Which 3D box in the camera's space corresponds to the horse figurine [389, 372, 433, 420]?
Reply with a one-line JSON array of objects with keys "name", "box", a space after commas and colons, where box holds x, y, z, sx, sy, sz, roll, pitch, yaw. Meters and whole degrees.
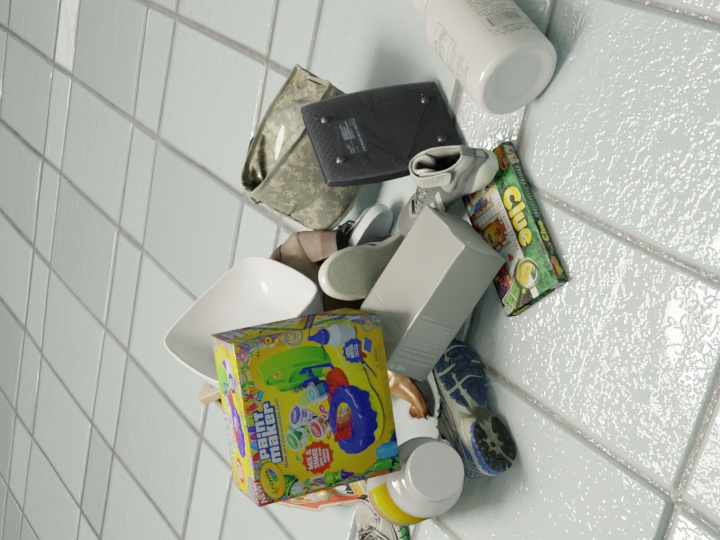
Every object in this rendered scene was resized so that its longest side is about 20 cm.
[{"name": "horse figurine", "box": [0.034, 0.127, 1.519, 0.132, 0.050, 0.201, -18, 77, 50]}]

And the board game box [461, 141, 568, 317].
[{"name": "board game box", "box": [0.190, -0.053, 1.324, 0.105, 0.023, 0.201, -40, 61, 45]}]

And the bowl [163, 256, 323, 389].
[{"name": "bowl", "box": [-0.153, 0.083, 1.442, 0.199, 0.200, 0.075, 25, 155, 48]}]

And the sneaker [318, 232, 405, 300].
[{"name": "sneaker", "box": [0.000, 0.000, 1.431, 0.084, 0.200, 0.075, -16, 91, 43]}]

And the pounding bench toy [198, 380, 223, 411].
[{"name": "pounding bench toy", "box": [-0.113, 0.153, 1.524, 0.199, 0.156, 0.124, -25, 30, 28]}]

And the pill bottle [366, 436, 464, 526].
[{"name": "pill bottle", "box": [0.076, 0.280, 1.376, 0.200, 0.104, 0.105, 121, 137, -69]}]

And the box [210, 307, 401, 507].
[{"name": "box", "box": [-0.070, 0.165, 1.300, 0.122, 0.192, 0.201, -173, 74, -69]}]

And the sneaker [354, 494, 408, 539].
[{"name": "sneaker", "box": [0.025, 0.430, 1.522, 0.078, 0.085, 0.201, -33, 66, 49]}]

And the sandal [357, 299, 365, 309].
[{"name": "sandal", "box": [-0.015, 0.056, 1.520, 0.202, 0.050, 0.083, -4, 57, 34]}]

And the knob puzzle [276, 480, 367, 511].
[{"name": "knob puzzle", "box": [-0.100, 0.313, 1.556, 0.220, 0.219, 0.031, -52, 20, 41]}]

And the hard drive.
[{"name": "hard drive", "box": [0.028, -0.181, 1.397, 0.042, 0.199, 0.135, 111, 142, -62]}]

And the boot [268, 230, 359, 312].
[{"name": "boot", "box": [-0.077, 0.034, 1.508, 0.146, 0.070, 0.201, -22, 56, 37]}]

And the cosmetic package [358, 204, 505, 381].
[{"name": "cosmetic package", "box": [0.085, 0.029, 1.340, 0.200, 0.090, 0.107, -54, 41, 17]}]

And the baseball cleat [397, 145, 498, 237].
[{"name": "baseball cleat", "box": [0.089, -0.110, 1.352, 0.200, 0.106, 0.070, -41, 46, 43]}]

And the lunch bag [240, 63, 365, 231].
[{"name": "lunch bag", "box": [-0.070, -0.166, 1.499, 0.117, 0.164, 0.200, 36, 96, 46]}]

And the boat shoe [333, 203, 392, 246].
[{"name": "boat shoe", "box": [-0.017, -0.038, 1.559, 0.068, 0.073, 0.200, 49, 140, 21]}]

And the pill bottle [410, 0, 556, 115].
[{"name": "pill bottle", "box": [0.146, -0.299, 1.290, 0.200, 0.114, 0.115, 59, 135, 33]}]

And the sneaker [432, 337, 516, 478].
[{"name": "sneaker", "box": [0.128, 0.186, 1.379, 0.085, 0.077, 0.201, -46, 56, 49]}]
